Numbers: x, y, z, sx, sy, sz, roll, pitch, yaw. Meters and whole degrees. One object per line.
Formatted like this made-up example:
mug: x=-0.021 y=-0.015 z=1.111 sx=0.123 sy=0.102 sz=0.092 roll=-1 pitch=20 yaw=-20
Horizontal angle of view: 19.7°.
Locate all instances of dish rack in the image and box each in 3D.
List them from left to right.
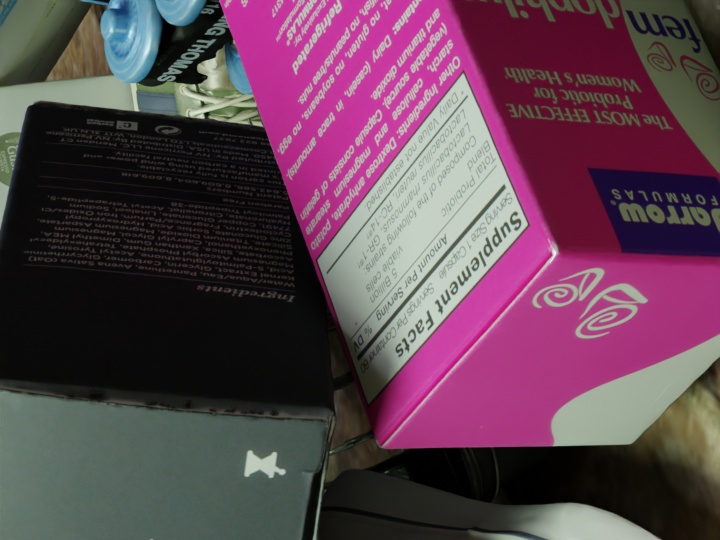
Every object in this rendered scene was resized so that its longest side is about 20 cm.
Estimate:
dish rack: x=0.000 y=0.000 z=0.783 sx=0.202 sy=0.054 sz=0.153 roll=67 pitch=155 yaw=6

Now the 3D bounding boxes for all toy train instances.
toy train: x=-0.049 y=-0.149 z=0.830 sx=0.200 sy=0.086 sz=0.115 roll=-35 pitch=59 yaw=52

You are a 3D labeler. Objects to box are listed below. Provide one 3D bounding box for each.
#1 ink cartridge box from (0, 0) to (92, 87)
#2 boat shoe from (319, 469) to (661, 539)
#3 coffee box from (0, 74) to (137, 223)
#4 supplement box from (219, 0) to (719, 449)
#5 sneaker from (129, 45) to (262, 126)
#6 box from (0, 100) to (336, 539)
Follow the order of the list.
ink cartridge box: x=-0.192 y=-0.170 z=0.989 sx=0.126 sy=0.128 sz=0.200 roll=-58 pitch=-4 yaw=0
boat shoe: x=0.043 y=0.117 z=0.675 sx=0.199 sy=0.065 sz=0.074 roll=0 pitch=135 yaw=54
coffee box: x=-0.163 y=0.039 z=1.032 sx=0.200 sy=0.196 sz=0.201 roll=126 pitch=132 yaw=-60
supplement box: x=0.037 y=-0.055 z=0.636 sx=0.103 sy=0.100 sz=0.201 roll=-49 pitch=51 yaw=42
sneaker: x=-0.068 y=-0.071 z=0.940 sx=0.090 sy=0.066 sz=0.202 roll=113 pitch=146 yaw=-57
box: x=-0.071 y=0.054 z=0.670 sx=0.200 sy=0.103 sz=0.149 roll=-97 pitch=15 yaw=-64
